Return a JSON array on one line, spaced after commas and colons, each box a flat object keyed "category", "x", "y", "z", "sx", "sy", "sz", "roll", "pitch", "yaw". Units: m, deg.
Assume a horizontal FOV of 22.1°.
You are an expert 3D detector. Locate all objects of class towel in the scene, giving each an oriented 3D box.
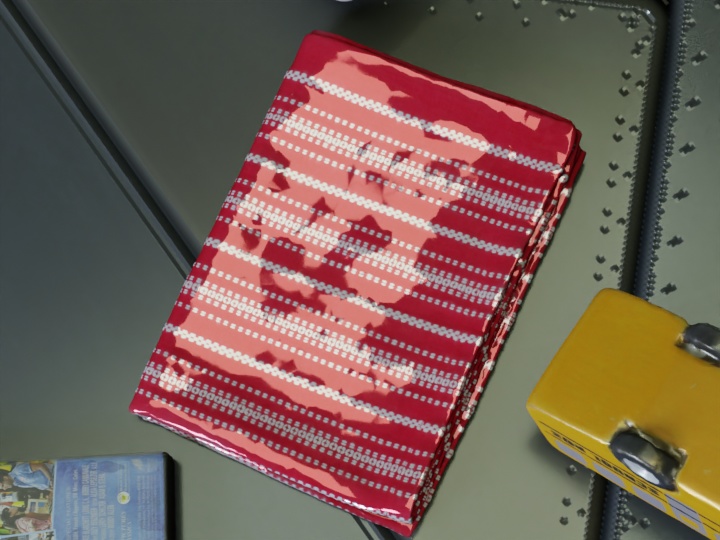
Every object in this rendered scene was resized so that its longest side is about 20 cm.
[{"category": "towel", "x": 0.000, "y": 0.000, "z": 0.828, "sx": 0.144, "sy": 0.022, "sz": 0.200, "roll": 23, "pitch": 79, "yaw": 11}]

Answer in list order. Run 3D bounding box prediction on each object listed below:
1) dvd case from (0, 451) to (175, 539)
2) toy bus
[{"category": "dvd case", "x": -0.179, "y": 0.156, "z": 0.806, "sx": 0.199, "sy": 0.018, "sz": 0.143, "roll": -3, "pitch": 76, "yaw": 3}, {"category": "toy bus", "x": 0.164, "y": 0.081, "z": 0.735, "sx": 0.200, "sy": 0.078, "sz": 0.065, "roll": 29, "pitch": 77, "yaw": 29}]
